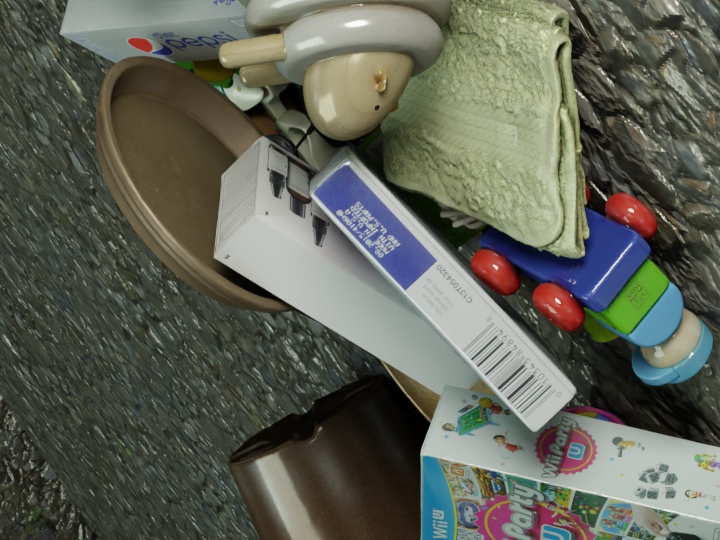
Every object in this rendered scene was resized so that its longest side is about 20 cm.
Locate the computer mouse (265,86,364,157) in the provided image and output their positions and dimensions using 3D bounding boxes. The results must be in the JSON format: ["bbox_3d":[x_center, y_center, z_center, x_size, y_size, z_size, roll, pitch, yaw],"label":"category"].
[{"bbox_3d":[-0.027,-0.096,1.609,0.059,0.034,0.200,56,145,9],"label":"computer mouse"}]

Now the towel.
[{"bbox_3d":[0.066,-0.096,1.379,0.200,0.036,0.149,28,129,55],"label":"towel"}]

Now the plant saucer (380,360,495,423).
[{"bbox_3d":[0.067,0.063,1.747,0.200,0.035,0.200,46,161,20],"label":"plant saucer"}]

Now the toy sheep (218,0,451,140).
[{"bbox_3d":[-0.013,-0.171,1.328,0.138,0.137,0.201,147,119,-72],"label":"toy sheep"}]

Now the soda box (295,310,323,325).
[{"bbox_3d":[-0.061,-0.059,1.786,0.071,0.063,0.200,25,148,54],"label":"soda box"}]

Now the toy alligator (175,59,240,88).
[{"bbox_3d":[-0.093,-0.151,1.627,0.054,0.059,0.200,28,135,-26],"label":"toy alligator"}]

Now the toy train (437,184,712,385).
[{"bbox_3d":[0.125,-0.002,1.437,0.116,0.085,0.200,44,173,-32],"label":"toy train"}]

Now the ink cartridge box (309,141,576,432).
[{"bbox_3d":[0.047,0.005,1.462,0.196,0.043,0.200,46,-178,-3],"label":"ink cartridge box"}]

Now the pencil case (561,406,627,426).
[{"bbox_3d":[0.162,0.182,1.664,0.088,0.088,0.200,39,155,35],"label":"pencil case"}]

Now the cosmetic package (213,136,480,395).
[{"bbox_3d":[0.000,0.000,1.528,0.200,0.083,0.051,32,128,-25],"label":"cosmetic package"}]

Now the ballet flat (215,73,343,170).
[{"bbox_3d":[-0.055,-0.112,1.681,0.200,0.067,0.070,50,153,-7],"label":"ballet flat"}]

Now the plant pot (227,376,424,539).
[{"bbox_3d":[-0.001,0.209,1.967,0.199,0.200,0.200,62,161,-6],"label":"plant pot"}]

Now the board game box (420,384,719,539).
[{"bbox_3d":[0.142,0.160,1.527,0.199,0.064,0.148,12,141,12],"label":"board game box"}]

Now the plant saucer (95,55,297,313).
[{"bbox_3d":[-0.102,-0.053,1.543,0.200,0.029,0.200,39,-151,-27],"label":"plant saucer"}]

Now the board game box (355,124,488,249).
[{"bbox_3d":[0.014,-0.036,1.610,0.096,0.030,0.200,46,144,-4],"label":"board game box"}]

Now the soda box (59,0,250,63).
[{"bbox_3d":[-0.109,-0.180,1.547,0.200,0.068,0.063,2,163,46],"label":"soda box"}]
